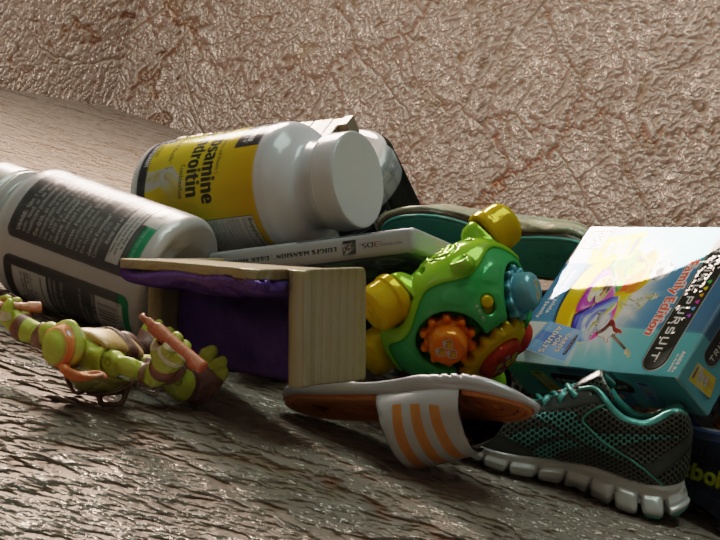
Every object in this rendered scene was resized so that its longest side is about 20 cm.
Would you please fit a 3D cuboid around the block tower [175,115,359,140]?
[{"bbox_3d":[-0.094,-0.094,1.444,0.200,0.054,0.058,-5,32,29],"label":"block tower"}]

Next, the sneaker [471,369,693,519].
[{"bbox_3d":[0.156,0.113,1.196,0.200,0.091,0.078,15,10,9],"label":"sneaker"}]

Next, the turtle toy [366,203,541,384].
[{"bbox_3d":[0.079,0.049,1.253,0.101,0.146,0.200,48,-21,23],"label":"turtle toy"}]

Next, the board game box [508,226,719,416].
[{"bbox_3d":[0.226,0.034,1.275,0.047,0.151,0.200,47,-24,-26],"label":"board game box"}]

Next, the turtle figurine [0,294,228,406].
[{"bbox_3d":[-0.156,0.059,1.060,0.200,0.064,0.161,9,-4,28],"label":"turtle figurine"}]

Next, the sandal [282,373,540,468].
[{"bbox_3d":[0.032,0.112,1.128,0.207,0.059,0.079,-5,-23,36],"label":"sandal"}]

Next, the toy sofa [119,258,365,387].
[{"bbox_3d":[-0.091,0.035,1.153,0.098,0.083,0.200,-2,3,-38],"label":"toy sofa"}]

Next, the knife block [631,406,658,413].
[{"bbox_3d":[0.207,0.048,1.409,0.200,0.064,0.176,-13,51,-47],"label":"knife block"}]

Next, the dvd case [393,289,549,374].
[{"bbox_3d":[0.126,0.055,1.525,0.149,0.016,0.200,-28,-10,19],"label":"dvd case"}]

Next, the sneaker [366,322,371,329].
[{"bbox_3d":[-0.034,0.054,1.325,0.087,0.074,0.200,11,0,18],"label":"sneaker"}]

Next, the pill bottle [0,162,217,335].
[{"bbox_3d":[-0.227,-0.018,1.312,0.200,0.113,0.113,19,8,24],"label":"pill bottle"}]

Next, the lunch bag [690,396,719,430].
[{"bbox_3d":[0.348,0.070,1.339,0.124,0.170,0.200,21,-28,53],"label":"lunch bag"}]

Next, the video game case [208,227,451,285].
[{"bbox_3d":[0.000,0.000,1.340,0.182,0.023,0.200,-7,-11,24],"label":"video game case"}]

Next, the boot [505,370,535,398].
[{"bbox_3d":[0.152,0.091,1.464,0.151,0.073,0.200,12,16,-29],"label":"boot"}]

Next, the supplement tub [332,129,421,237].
[{"bbox_3d":[0.008,-0.024,1.515,0.123,0.123,0.200,23,-31,49],"label":"supplement tub"}]

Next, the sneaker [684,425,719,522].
[{"bbox_3d":[0.293,0.162,1.206,0.082,0.074,0.200,13,8,-38],"label":"sneaker"}]

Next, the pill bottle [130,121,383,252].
[{"bbox_3d":[-0.086,-0.065,1.348,0.200,0.112,0.112,-6,-5,31],"label":"pill bottle"}]

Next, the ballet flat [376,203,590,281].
[{"bbox_3d":[0.115,-0.025,1.429,0.200,0.067,0.062,10,24,8],"label":"ballet flat"}]
